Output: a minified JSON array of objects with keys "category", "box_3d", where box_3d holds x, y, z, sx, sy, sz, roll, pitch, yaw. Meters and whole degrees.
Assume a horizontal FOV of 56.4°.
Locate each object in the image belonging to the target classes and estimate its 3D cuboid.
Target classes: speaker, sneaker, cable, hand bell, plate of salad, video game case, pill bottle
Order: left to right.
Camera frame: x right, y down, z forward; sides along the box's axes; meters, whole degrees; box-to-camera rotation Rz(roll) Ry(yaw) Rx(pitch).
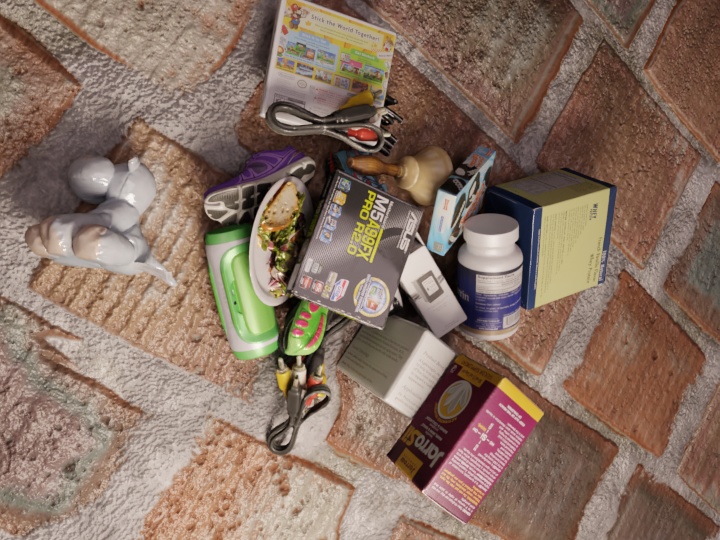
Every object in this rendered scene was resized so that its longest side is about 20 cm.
[{"category":"speaker","box_3d":[-0.184,0.033,1.056,0.088,0.088,0.203,-17,103,-24]},{"category":"sneaker","box_3d":[-0.164,-0.138,1.049,0.199,0.083,0.081,-30,151,-35]},{"category":"plate of salad","box_3d":[-0.110,-0.043,1.038,0.200,0.047,0.203,11,90,-69]},{"category":"cable","box_3d":[-0.100,0.226,1.101,0.096,0.051,0.202,12,127,0]},{"category":"sneaker","box_3d":[-0.081,0.057,1.100,0.077,0.083,0.201,48,45,-17]},{"category":"cable","box_3d":[-0.079,0.131,1.150,0.096,0.050,0.202,25,72,-10]},{"category":"video game case","box_3d":[-0.048,-0.307,1.046,0.198,0.023,0.185,10,93,-26]},{"category":"cable","box_3d":[-0.043,-0.216,1.014,0.198,0.050,0.098,-12,90,-17]},{"category":"sneaker","box_3d":[0.015,-0.112,1.142,0.095,0.079,0.202,-24,107,-25]},{"category":"hand bell","box_3d":[0.053,-0.165,1.106,0.199,0.103,0.106,-1,97,-46]},{"category":"pill bottle","box_3d":[0.228,0.010,1.186,0.114,0.116,0.202,-15,118,-24]}]

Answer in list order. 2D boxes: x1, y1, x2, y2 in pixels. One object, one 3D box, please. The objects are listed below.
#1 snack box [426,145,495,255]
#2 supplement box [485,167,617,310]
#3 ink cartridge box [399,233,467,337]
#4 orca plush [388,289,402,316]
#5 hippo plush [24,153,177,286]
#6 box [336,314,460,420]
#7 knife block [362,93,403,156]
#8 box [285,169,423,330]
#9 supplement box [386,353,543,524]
[{"category":"snack box","box_3d":[0.176,-0.124,1.166,0.200,0.037,0.117,-47,152,-47]},{"category":"supplement box","box_3d":[0.350,-0.064,1.258,0.198,0.134,0.202,-16,120,-24]},{"category":"ink cartridge box","box_3d":[0.097,0.006,1.171,0.066,0.116,0.201,-33,110,-1]},{"category":"orca plush","box_3d":[0.000,0.000,1.099,0.071,0.104,0.202,-41,124,-35]},{"category":"hippo plush","box_3d":[-0.341,-0.084,0.921,0.197,0.159,0.163,11,80,-8]},{"category":"box","box_3d":[0.098,0.185,1.152,0.198,0.200,0.131,39,81,-25]},{"category":"knife block","box_3d":[-0.031,-0.261,1.108,0.198,0.064,0.178,-18,103,-24]},{"category":"box","box_3d":[-0.007,-0.031,1.036,0.159,0.044,0.202,23,82,-18]},{"category":"supplement box","box_3d":[0.153,0.245,1.005,0.103,0.131,0.201,40,82,-23]}]
